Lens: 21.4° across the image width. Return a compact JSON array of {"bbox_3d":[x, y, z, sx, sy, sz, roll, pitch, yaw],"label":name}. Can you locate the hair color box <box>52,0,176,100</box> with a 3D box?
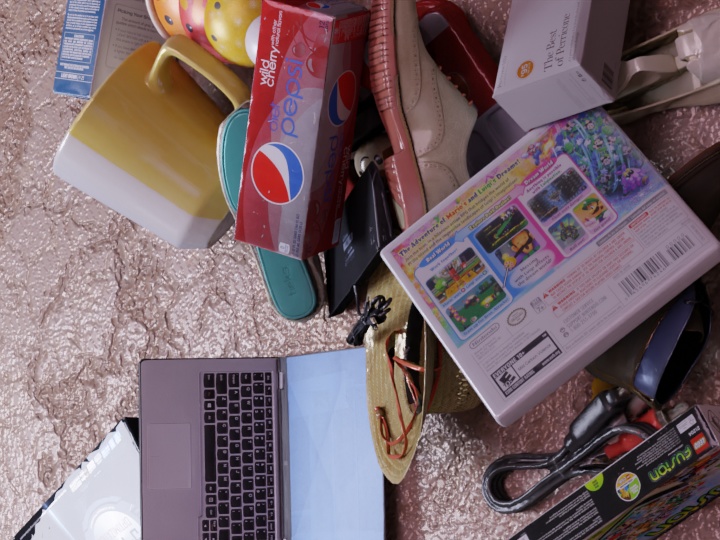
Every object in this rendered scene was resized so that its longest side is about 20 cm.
[{"bbox_3d":[-0.219,-0.256,1.792,0.060,0.100,0.202,12,93,41],"label":"hair color box"}]

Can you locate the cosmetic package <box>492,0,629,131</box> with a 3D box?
[{"bbox_3d":[0.158,-0.206,1.444,0.082,0.051,0.201,-19,45,38],"label":"cosmetic package"}]

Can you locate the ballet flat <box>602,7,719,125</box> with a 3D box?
[{"bbox_3d":[0.237,-0.153,1.418,0.199,0.069,0.070,-21,72,37],"label":"ballet flat"}]

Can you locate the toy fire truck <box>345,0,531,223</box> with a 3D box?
[{"bbox_3d":[0.039,-0.118,1.566,0.200,0.112,0.168,-39,80,31],"label":"toy fire truck"}]

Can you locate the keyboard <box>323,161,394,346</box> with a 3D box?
[{"bbox_3d":[0.000,0.000,1.561,0.200,0.020,0.128,125,141,-70],"label":"keyboard"}]

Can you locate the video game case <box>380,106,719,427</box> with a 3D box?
[{"bbox_3d":[0.135,-0.012,1.382,0.200,0.024,0.182,-38,52,4],"label":"video game case"}]

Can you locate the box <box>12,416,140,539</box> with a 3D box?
[{"bbox_3d":[-0.231,0.260,1.782,0.200,0.043,0.161,-46,58,27],"label":"box"}]

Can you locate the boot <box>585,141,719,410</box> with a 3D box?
[{"bbox_3d":[0.238,0.006,1.388,0.097,0.075,0.200,43,101,35],"label":"boot"}]

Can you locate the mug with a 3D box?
[{"bbox_3d":[-0.168,-0.102,1.680,0.153,0.187,0.150,39,78,3],"label":"mug"}]

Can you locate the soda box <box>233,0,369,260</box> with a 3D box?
[{"bbox_3d":[-0.047,-0.116,1.513,0.070,0.063,0.201,18,110,25],"label":"soda box"}]

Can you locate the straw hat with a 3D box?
[{"bbox_3d":[0.065,0.067,1.519,0.201,0.084,0.203,180,90,-77],"label":"straw hat"}]

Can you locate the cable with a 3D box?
[{"bbox_3d":[0.176,0.141,1.466,0.200,0.050,0.097,-50,60,38],"label":"cable"}]

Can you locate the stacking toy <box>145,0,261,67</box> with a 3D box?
[{"bbox_3d":[-0.093,-0.222,1.617,0.147,0.145,0.200,-65,29,14],"label":"stacking toy"}]

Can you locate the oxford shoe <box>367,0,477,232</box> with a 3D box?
[{"bbox_3d":[0.050,-0.133,1.471,0.071,0.073,0.202,-139,40,-78],"label":"oxford shoe"}]

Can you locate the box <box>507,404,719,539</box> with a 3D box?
[{"bbox_3d":[0.204,0.165,1.382,0.200,0.110,0.035,-41,61,30],"label":"box"}]

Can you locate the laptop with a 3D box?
[{"bbox_3d":[-0.087,0.163,1.625,0.116,0.198,0.189,138,131,-78],"label":"laptop"}]

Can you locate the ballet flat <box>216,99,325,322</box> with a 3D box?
[{"bbox_3d":[-0.076,-0.052,1.631,0.067,0.062,0.201,-10,106,11],"label":"ballet flat"}]
